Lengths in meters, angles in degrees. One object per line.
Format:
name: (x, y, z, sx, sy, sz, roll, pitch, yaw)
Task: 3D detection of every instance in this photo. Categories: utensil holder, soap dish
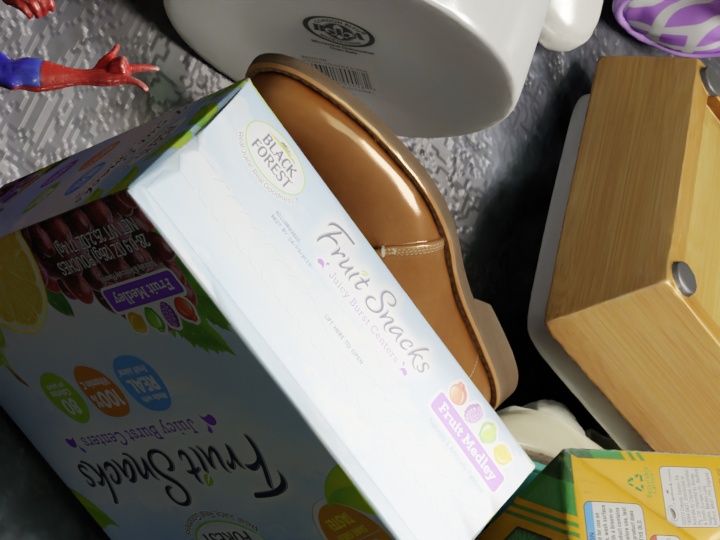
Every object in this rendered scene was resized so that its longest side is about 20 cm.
utensil holder: (0.018, -0.181, 0.839, 0.169, 0.169, 0.202, 31, 67, -36)
soap dish: (0.164, 0.001, 0.979, 0.157, 0.081, 0.201, 47, 38, -27)

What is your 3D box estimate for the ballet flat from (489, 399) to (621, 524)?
ballet flat: (0.101, 0.102, 0.965, 0.199, 0.069, 0.070, 32, 65, -38)

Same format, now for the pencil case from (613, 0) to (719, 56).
pencil case: (0.191, -0.215, 1.049, 0.084, 0.085, 0.202, 24, 70, -37)

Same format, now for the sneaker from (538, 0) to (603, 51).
sneaker: (0.111, -0.214, 0.982, 0.075, 0.088, 0.202, 4, 83, -44)

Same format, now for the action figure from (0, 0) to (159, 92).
action figure: (-0.138, -0.063, 0.702, 0.201, 0.098, 0.066, -79, 164, -51)

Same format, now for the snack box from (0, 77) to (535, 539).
snack box: (-0.058, 0.035, 0.705, 0.068, 0.199, 0.169, -45, 108, -29)

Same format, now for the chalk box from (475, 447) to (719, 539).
chalk box: (0.115, 0.176, 0.885, 0.123, 0.200, 0.126, 4, 60, -17)

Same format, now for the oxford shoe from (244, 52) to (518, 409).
oxford shoe: (0.000, 0.000, 0.836, 0.071, 0.071, 0.201, -45, 117, -30)
